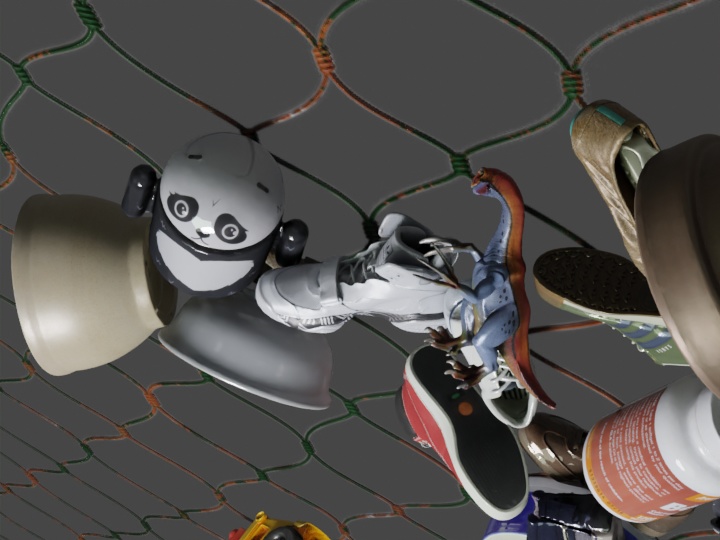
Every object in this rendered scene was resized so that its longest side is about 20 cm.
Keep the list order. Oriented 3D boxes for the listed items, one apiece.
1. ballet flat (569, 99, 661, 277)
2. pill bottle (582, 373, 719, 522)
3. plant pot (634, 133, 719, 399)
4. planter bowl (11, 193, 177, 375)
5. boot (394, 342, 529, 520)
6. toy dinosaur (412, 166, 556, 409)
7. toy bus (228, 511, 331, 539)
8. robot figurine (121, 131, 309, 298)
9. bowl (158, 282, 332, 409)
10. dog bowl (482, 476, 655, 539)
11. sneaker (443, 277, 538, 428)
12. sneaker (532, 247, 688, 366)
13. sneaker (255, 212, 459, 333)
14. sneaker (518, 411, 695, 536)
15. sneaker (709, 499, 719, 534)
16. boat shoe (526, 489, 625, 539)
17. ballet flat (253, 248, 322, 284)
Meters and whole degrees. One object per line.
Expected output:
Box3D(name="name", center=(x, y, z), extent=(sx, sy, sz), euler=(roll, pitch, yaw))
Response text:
Box3D(name="ballet flat", center=(0.231, -0.048, 1.072), extent=(0.200, 0.068, 0.072), euler=(55, 165, -28))
Box3D(name="pill bottle", center=(0.298, 0.160, 1.285), extent=(0.112, 0.112, 0.200), euler=(35, 151, -7))
Box3D(name="plant pot", center=(0.312, -0.021, 0.951), extent=(0.174, 0.201, 0.200), euler=(-24, 122, 34))
Box3D(name="planter bowl", center=(-0.279, 0.009, 1.533), extent=(0.134, 0.201, 0.201), euler=(-6, 141, 9))
Box3D(name="boot", center=(0.104, 0.188, 1.493), extent=(0.200, 0.072, 0.144), euler=(59, 159, 20))
Box3D(name="toy dinosaur", center=(0.118, 0.005, 1.221), extent=(0.199, 0.105, 0.182), euler=(18, 119, -24))
Box3D(name="toy bus", center=(-0.153, 0.462, 2.087), extent=(0.192, 0.200, 0.136), euler=(10, 145, 46))
Box3D(name="robot figurine", center=(-0.141, -0.048, 1.356), extent=(0.125, 0.150, 0.200), euler=(65, 157, 18))
Box3D(name="bowl", center=(-0.108, 0.067, 1.502), extent=(0.200, 0.091, 0.201), euler=(23, -174, -2))
Box3D(name="dog bowl", center=(0.243, 0.329, 1.629), extent=(0.199, 0.079, 0.200), euler=(23, 150, 14))
Box3D(name="sneaker", center=(0.135, 0.080, 1.338), extent=(0.073, 0.071, 0.200), euler=(-24, 140, 9))
Box3D(name="sneaker", center=(0.245, 0.045, 1.202), extent=(0.199, 0.067, 0.090), euler=(13, 142, 25))
Box3D(name="sneaker", center=(0.000, 0.000, 1.322), extent=(0.199, 0.075, 0.115), euler=(3, 142, 0))
Box3D(name="sneaker", center=(0.259, 0.195, 1.443), extent=(0.200, 0.071, 0.076), euler=(33, 132, -10))
Box3D(name="sneaker", center=(0.383, 0.254, 1.333), extent=(0.140, 0.078, 0.200), euler=(43, 180, -4))
Box3D(name="boat shoe", center=(0.224, 0.290, 1.460), extent=(0.092, 0.075, 0.200), euler=(5, 139, 18))
Box3D(name="ballet flat", center=(-0.113, -0.005, 1.477), extent=(0.199, 0.046, 0.067), euler=(23, 149, 14))
